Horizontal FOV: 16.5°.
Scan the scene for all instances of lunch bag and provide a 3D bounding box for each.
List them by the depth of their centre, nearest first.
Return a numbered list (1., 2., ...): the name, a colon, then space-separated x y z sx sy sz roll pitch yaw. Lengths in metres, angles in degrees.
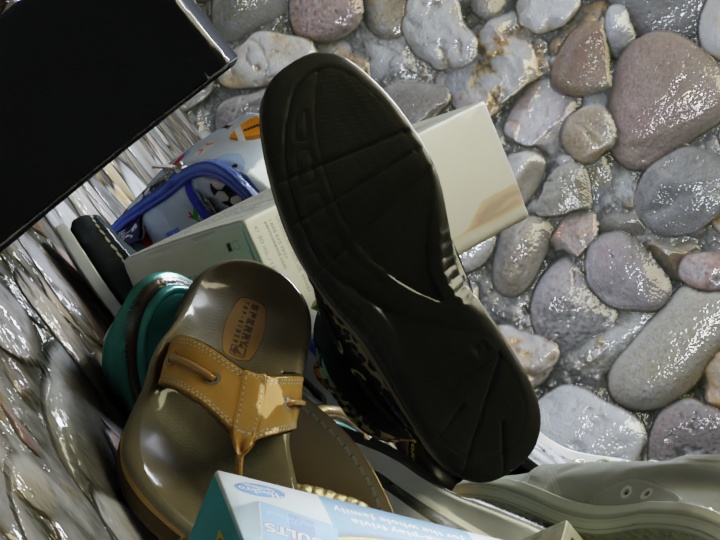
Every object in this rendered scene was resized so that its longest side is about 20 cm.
1. lunch bag: -0.050 0.008 1.443 0.200 0.076 0.160 50 -37 -10

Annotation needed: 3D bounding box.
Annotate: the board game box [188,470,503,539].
1. board game box: 0.028 0.150 0.876 0.150 0.047 0.200 15 17 -20

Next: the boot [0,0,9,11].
1. boot: -0.230 -0.135 1.223 0.097 0.075 0.200 34 4 -10

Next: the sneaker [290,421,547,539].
1. sneaker: 0.001 0.146 1.105 0.199 0.116 0.076 23 -35 -9

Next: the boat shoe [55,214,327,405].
1. boat shoe: -0.090 0.029 1.342 0.200 0.060 0.076 51 2 -41

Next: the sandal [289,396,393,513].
1. sandal: -0.013 0.131 1.049 0.213 0.077 0.070 58 0 8

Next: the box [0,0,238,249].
1. box: -0.131 -0.076 1.079 0.079 0.141 0.200 49 2 -5

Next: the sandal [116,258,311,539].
1. sandal: -0.051 0.050 1.030 0.080 0.054 0.201 22 35 -9

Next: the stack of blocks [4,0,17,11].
1. stack of blocks: -0.255 -0.187 1.439 0.200 0.058 0.115 52 1 11

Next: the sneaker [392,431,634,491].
1. sneaker: 0.101 0.129 1.280 0.199 0.076 0.088 29 14 -16

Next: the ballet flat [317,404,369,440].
1. ballet flat: -0.023 0.120 1.358 0.063 0.069 0.200 42 -13 33

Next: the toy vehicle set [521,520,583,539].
1. toy vehicle set: 0.091 0.219 1.049 0.124 0.026 0.201 51 35 -21

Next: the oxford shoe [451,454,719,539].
1. oxford shoe: 0.119 0.116 1.157 0.199 0.058 0.075 -6 -51 52

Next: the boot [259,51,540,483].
1. boot: -0.001 0.002 1.146 0.205 0.073 0.154 62 -13 -7

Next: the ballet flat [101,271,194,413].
1. ballet flat: -0.086 0.052 1.179 0.070 0.068 0.200 24 -14 32

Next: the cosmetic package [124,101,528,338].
1. cosmetic package: -0.015 -0.017 1.307 0.105 0.199 0.072 -16 -81 47
